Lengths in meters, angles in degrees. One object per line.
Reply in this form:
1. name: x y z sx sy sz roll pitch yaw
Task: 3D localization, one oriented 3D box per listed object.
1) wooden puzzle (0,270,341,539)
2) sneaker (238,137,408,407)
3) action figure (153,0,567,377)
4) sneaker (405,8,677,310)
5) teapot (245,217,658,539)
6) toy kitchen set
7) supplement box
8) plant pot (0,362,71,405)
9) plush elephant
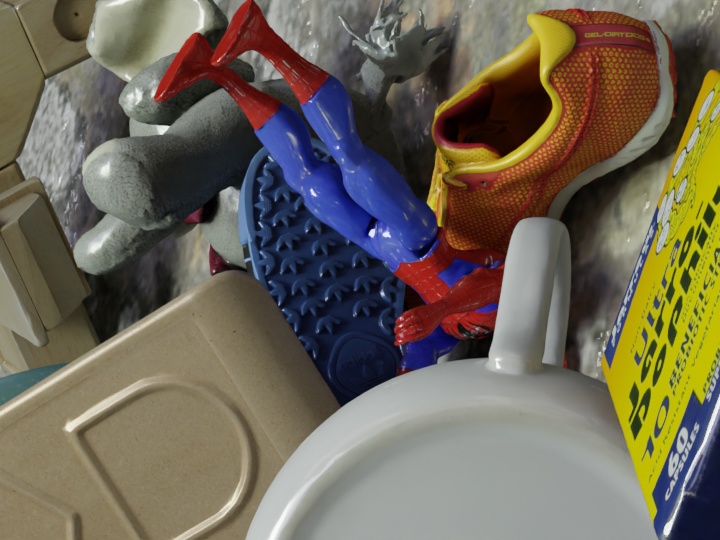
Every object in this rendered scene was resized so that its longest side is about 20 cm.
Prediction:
1. wooden puzzle: -0.079 0.122 1.071 0.199 0.186 0.046 -31 6 9
2. sneaker: -0.006 0.046 1.130 0.078 0.070 0.201 123 129 -61
3. action figure: 0.000 0.000 1.045 0.065 0.200 0.099 -23 34 52
4. sneaker: 0.052 -0.042 1.096 0.200 0.077 0.073 122 146 -46
5. teapot: 0.051 0.117 0.967 0.200 0.198 0.146 -40 -3 9
6. toy kitchen set: -0.138 -0.055 1.458 0.163 0.180 0.201 24 139 64
7. supplement box: 0.145 0.019 0.797 0.200 0.109 0.110 -87 16 -79
8. plant pot: -0.128 0.158 1.216 0.196 0.199 0.197 -57 34 30
9. plush elephant: -0.066 -0.044 1.233 0.154 0.165 0.200 -1 47 49
